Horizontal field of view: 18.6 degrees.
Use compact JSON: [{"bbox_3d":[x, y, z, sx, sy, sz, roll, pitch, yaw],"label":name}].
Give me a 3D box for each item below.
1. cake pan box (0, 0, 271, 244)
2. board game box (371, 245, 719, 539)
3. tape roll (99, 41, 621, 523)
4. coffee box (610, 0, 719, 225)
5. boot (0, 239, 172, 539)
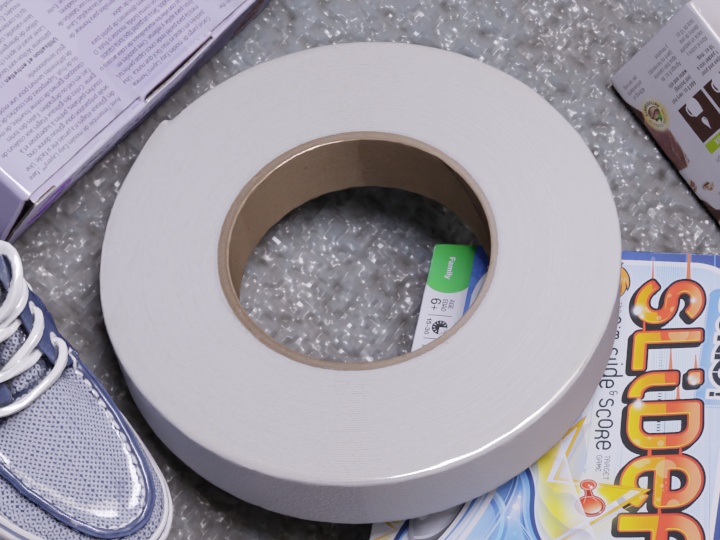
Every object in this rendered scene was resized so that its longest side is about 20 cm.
[{"bbox_3d":[-0.147,-0.128,0.873,0.184,0.052,0.200,40,52,0],"label":"cake pan box"},{"bbox_3d":[0.078,0.084,0.841,0.135,0.034,0.200,2,58,18],"label":"board game box"},{"bbox_3d":[0.000,0.000,0.847,0.203,0.037,0.203,-2,59,4],"label":"tape roll"},{"bbox_3d":[0.223,-0.046,0.979,0.113,0.080,0.200,-32,82,-31],"label":"coffee box"},{"bbox_3d":[-0.140,0.027,0.794,0.200,0.090,0.073,42,59,0],"label":"boot"}]
